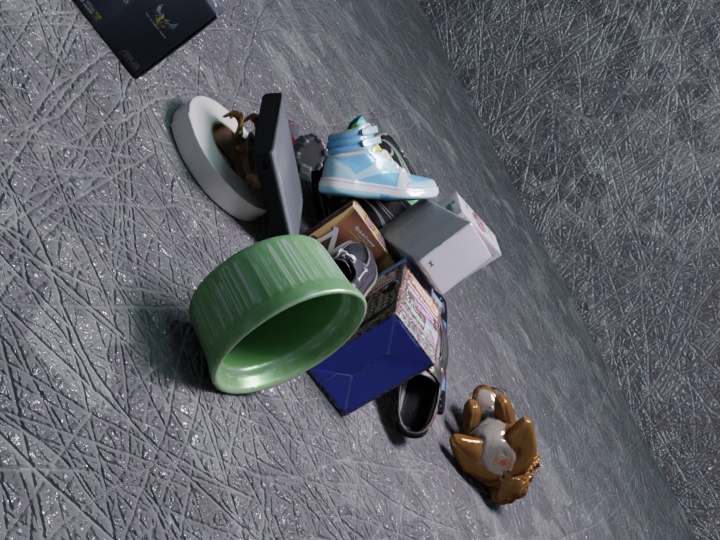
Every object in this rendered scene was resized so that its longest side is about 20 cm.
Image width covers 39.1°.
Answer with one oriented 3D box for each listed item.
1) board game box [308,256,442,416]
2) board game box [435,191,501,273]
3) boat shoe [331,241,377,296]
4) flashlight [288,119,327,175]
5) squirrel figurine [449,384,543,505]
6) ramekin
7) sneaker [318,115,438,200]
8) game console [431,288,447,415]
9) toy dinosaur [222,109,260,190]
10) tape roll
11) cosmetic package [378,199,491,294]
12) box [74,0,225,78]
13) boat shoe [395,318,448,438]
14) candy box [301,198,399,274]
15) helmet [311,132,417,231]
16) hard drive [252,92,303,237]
[{"bbox_3d":[0.024,0.092,1.480,0.097,0.159,0.200,53,19,-15],"label":"board game box"},{"bbox_3d":[0.141,-0.036,1.908,0.148,0.200,0.064,43,24,-38],"label":"board game box"},{"bbox_3d":[-0.016,0.001,1.488,0.200,0.073,0.063,-72,162,-58],"label":"boat shoe"},{"bbox_3d":[-0.101,-0.206,1.653,0.068,0.068,0.200,69,-12,-17],"label":"flashlight"},{"bbox_3d":[0.237,0.302,1.786,0.187,0.141,0.200,-101,168,-69],"label":"squirrel figurine"},{"bbox_3d":[-0.102,0.048,1.187,0.098,0.200,0.200,58,17,24],"label":"ramekin"},{"bbox_3d":[0.035,-0.178,1.615,0.080,0.200,0.131,-176,-91,-69],"label":"sneaker"},{"bbox_3d":[0.124,0.136,1.686,0.177,0.031,0.200,58,33,-76],"label":"game console"},{"bbox_3d":[-0.165,-0.190,1.517,0.200,0.060,0.106,-83,167,-56],"label":"toy dinosaur"},{"bbox_3d":[-0.200,-0.167,1.508,0.203,0.037,0.203,50,21,-26],"label":"tape roll"},{"bbox_3d":[0.112,-0.042,1.596,0.071,0.101,0.200,55,-5,-22],"label":"cosmetic package"},{"bbox_3d":[-0.308,-0.390,1.394,0.200,0.158,0.051,53,19,-17],"label":"box"},{"bbox_3d":[0.097,0.158,1.560,0.063,0.074,0.202,108,-6,-79],"label":"boat shoe"},{"bbox_3d":[0.000,0.000,1.621,0.200,0.117,0.056,55,12,-13],"label":"candy box"},{"bbox_3d":[0.015,-0.122,1.752,0.191,0.200,0.200,67,19,-3],"label":"helmet"},{"bbox_3d":[-0.119,-0.138,1.490,0.200,0.033,0.140,81,8,-45],"label":"hard drive"}]
